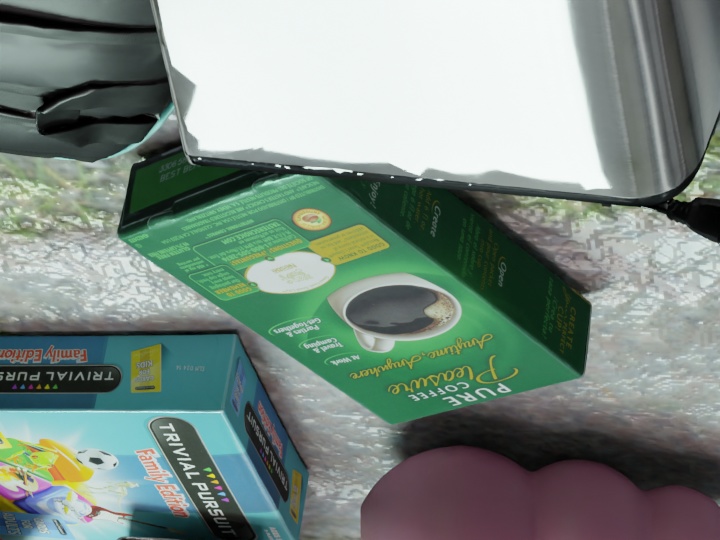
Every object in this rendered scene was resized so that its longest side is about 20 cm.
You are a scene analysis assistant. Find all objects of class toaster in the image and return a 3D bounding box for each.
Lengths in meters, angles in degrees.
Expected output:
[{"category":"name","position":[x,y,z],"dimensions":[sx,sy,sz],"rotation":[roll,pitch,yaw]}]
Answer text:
[{"category":"toaster","position":[0.043,-0.119,0.874],"dimensions":[0.199,0.181,0.119],"rotation":[7,145,18]}]

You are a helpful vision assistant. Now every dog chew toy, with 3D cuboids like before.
[{"category":"dog chew toy","position":[0.100,0.152,1.401],"dimensions":[0.199,0.125,0.125],"rotation":[-1,149,1]}]

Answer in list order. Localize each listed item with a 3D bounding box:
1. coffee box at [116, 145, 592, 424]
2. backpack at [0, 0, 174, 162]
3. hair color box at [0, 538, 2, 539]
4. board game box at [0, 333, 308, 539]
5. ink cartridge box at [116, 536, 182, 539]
[{"category":"coffee box","position":[0.000,0.000,1.240],"dimensions":[0.123,0.044,0.200],"rotation":[-18,140,38]},{"category":"backpack","position":[-0.141,-0.130,0.950],"dimensions":[0.199,0.154,0.176],"rotation":[24,149,-7]},{"category":"hair color box","position":[-0.274,0.132,1.444],"dimensions":[0.200,0.061,0.100],"rotation":[36,157,-14]},{"category":"board game box","position":[-0.143,0.090,1.423],"dimensions":[0.199,0.047,0.151],"rotation":[-1,148,15]},{"category":"ink cartridge box","position":[-0.097,0.230,1.496],"dimensions":[0.082,0.147,0.200],"rotation":[7,167,1]}]
